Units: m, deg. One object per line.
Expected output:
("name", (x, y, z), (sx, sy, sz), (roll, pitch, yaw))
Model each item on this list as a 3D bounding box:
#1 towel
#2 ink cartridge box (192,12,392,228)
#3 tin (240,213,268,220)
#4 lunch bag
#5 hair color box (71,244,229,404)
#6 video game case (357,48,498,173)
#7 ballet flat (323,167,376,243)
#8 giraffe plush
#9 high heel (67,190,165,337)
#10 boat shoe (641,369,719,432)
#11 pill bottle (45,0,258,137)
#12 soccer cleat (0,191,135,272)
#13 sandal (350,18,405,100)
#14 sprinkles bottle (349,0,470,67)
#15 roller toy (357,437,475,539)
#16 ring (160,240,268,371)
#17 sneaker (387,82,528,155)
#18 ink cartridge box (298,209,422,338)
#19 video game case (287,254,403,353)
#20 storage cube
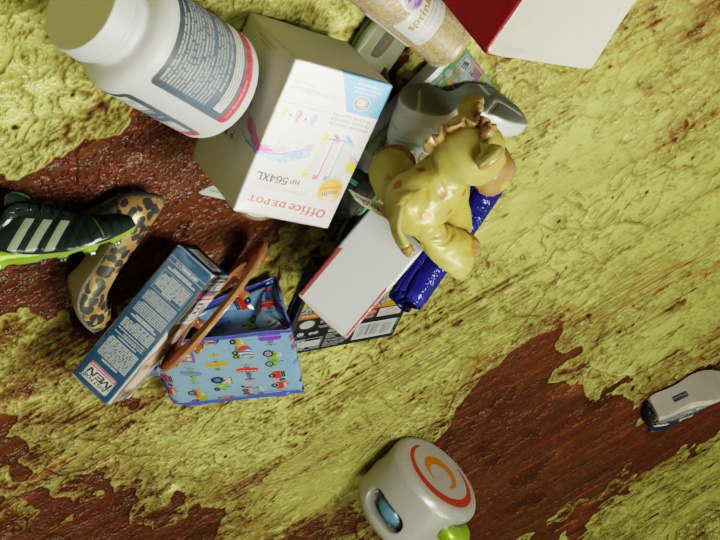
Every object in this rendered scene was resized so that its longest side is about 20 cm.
("towel", (0.107, -0.037, 1.780), (0.201, 0.049, 0.148), (-54, -177, -7))
("ink cartridge box", (-0.079, -0.146, 1.431), (0.128, 0.125, 0.201), (9, 115, -35))
("tin", (-0.108, -0.134, 1.564), (0.111, 0.042, 0.201), (-20, 146, -13))
("lunch bag", (-0.186, 0.112, 1.778), (0.198, 0.095, 0.151), (-15, 142, -6))
("hair color box", (-0.249, 0.064, 1.610), (0.200, 0.060, 0.100), (-49, 174, 4))
("video game case", (0.085, -0.173, 1.674), (0.200, 0.022, 0.182), (-45, 147, 4))
("ballet flat", (-0.023, -0.090, 1.653), (0.068, 0.068, 0.200), (-54, -178, -18))
("giraffe plush", (0.102, -0.111, 1.511), (0.162, 0.173, 0.199), (-42, 154, 20))
("high heel", (-0.273, -0.003, 1.556), (0.141, 0.072, 0.201), (-23, 139, -9))
("boat shoe", (0.668, 0.271, 2.771), (0.198, 0.075, 0.093), (-16, 152, -12))
("pill bottle", (-0.200, -0.216, 1.293), (0.119, 0.120, 0.200), (-42, 147, 15))
("soccer cleat", (-0.338, -0.048, 1.425), (0.198, 0.082, 0.067), (-12, -173, -20))
("sandal", (0.003, -0.212, 1.536), (0.079, 0.058, 0.202), (-2, 138, -39))
("sprinkles bottle", (0.036, -0.290, 1.422), (0.068, 0.068, 0.199), (-44, 137, 17))
("roller toy", (0.093, 0.393, 2.312), (0.182, 0.201, 0.140), (35, 113, -19))
("ring", (-0.174, 0.046, 1.633), (0.019, 0.201, 0.201), (39, 111, -11))
("sneaker", (0.114, -0.179, 1.624), (0.199, 0.071, 0.081), (-2, 137, -34))
("ink cartridge box", (0.000, 0.000, 1.685), (0.147, 0.083, 0.200), (-49, -179, 0))
("video game case", (-0.009, 0.039, 1.893), (0.198, 0.026, 0.181), (-9, 141, -33))
("storage cube", (0.184, -0.339, 1.412), (0.199, 0.180, 0.171), (-1, 136, -42))
